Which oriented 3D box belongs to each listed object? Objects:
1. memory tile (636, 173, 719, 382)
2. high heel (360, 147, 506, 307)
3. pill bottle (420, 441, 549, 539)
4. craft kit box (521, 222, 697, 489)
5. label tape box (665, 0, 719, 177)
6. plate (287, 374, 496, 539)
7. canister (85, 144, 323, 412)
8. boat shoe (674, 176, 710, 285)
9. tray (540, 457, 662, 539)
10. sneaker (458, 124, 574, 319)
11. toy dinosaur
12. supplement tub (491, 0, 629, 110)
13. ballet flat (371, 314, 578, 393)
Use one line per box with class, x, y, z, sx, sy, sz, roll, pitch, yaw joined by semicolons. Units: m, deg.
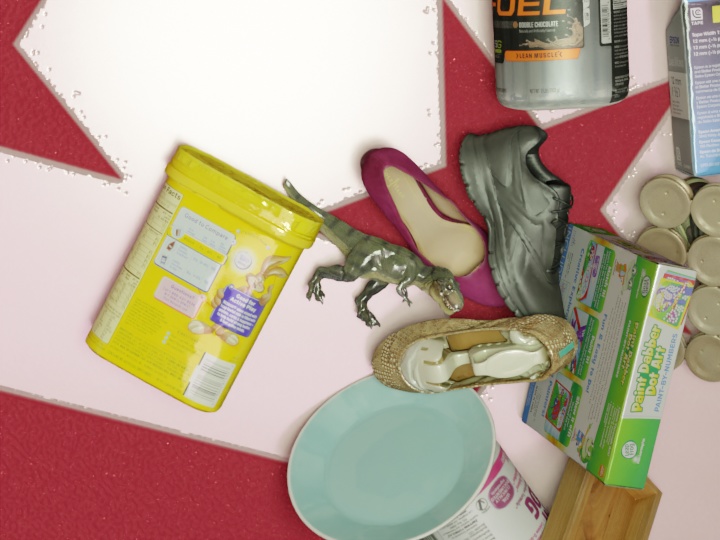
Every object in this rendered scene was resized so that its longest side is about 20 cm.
memory tile;0.329;0.012;1.707;0.152;0.017;0.201;9;117;24
high heel;0.072;-0.032;1.680;0.200;0.096;0.067;41;92;-12
pill bottle;0.133;0.263;1.731;0.113;0.113;0.200;-36;103;0
craft kit box;0.221;0.072;1.665;0.048;0.197;0.201;10;99;-16
label tape box;0.362;-0.196;1.704;0.142;0.066;0.201;-7;98;-6
plate;0.030;0.175;1.679;0.199;0.201;0.026;-26;134;-2
canister;-0.144;0.009;1.659;0.148;0.087;0.201;29;97;2
boat shoe;0.358;0.004;1.737;0.072;0.066;0.201;-32;102;0
tray;0.215;0.255;1.707;0.037;0.201;0.099;-23;119;43
sneaker;0.158;-0.038;1.680;0.090;0.076;0.201;-17;97;21
toy dinosaur;0.000;0.000;1.701;0.199;0.047;0.088;30;109;4
supplement tub;0.178;-0.248;1.642;0.122;0.123;0.201;-5;100;-6
ballet flat;0.096;0.078;1.663;0.199;0.065;0.071;-12;103;21
